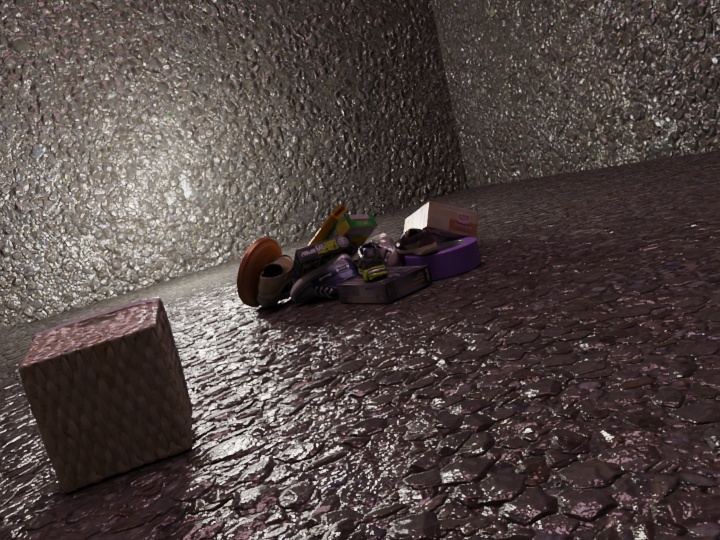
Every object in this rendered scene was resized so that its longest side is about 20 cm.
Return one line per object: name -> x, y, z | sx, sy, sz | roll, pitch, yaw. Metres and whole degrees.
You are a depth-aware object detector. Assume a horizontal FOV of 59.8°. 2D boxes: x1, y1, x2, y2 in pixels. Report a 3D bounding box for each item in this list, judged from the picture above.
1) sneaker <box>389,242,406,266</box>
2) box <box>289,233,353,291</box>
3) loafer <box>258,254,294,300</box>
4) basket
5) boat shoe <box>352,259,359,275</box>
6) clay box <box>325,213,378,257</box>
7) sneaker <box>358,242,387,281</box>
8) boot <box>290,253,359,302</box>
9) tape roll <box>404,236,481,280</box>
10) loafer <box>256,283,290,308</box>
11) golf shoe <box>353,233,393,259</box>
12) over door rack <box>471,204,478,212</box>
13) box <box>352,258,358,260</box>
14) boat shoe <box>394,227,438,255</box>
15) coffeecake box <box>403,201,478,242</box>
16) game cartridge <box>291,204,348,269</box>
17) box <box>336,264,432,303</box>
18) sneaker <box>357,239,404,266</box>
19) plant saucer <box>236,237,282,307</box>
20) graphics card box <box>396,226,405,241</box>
sneaker -> 0.116, -0.040, 1.832 | 0.196, 0.078, 0.079 | -8, 13, 38
box -> -0.111, -0.006, 1.733 | 0.156, 0.045, 0.202 | -18, -28, -21
loafer -> -0.232, 0.005, 1.755 | 0.073, 0.070, 0.202 | 7, 32, 8
basket -> -0.353, 0.173, 0.894 | 0.193, 0.206, 0.161 | -16, 15, -15
boat shoe -> 0.000, 0.000, 1.776 | 0.066, 0.074, 0.200 | -16, 6, -12
clay box -> -0.047, -0.080, 1.780 | 0.113, 0.048, 0.200 | -8, -29, -42
sneaker -> 0.026, -0.031, 1.570 | 0.072, 0.083, 0.200 | -15, 9, -6
boot -> -0.096, 0.043, 1.665 | 0.198, 0.091, 0.073 | -36, -38, 8
tape roll -> 0.215, -0.031, 1.644 | 0.194, 0.068, 0.200 | -14, 8, 2
loafer -> -0.222, 0.045, 1.831 | 0.070, 0.070, 0.199 | -46, -5, 38
golf shoe -> 0.019, -0.049, 2.056 | 0.197, 0.075, 0.093 | -28, 34, 28
over door rack -> 0.299, -0.126, 2.036 | 0.144, 0.068, 0.201 | -10, 31, 32
box -> -0.118, -0.008, 1.996 | 0.196, 0.049, 0.191 | -5, 4, -38
boat shoe -> 0.141, -0.079, 1.631 | 0.070, 0.067, 0.199 | -17, 9, -16
coffeecake box -> 0.223, -0.121, 1.774 | 0.149, 0.076, 0.200 | 11, -12, -13
game cartridge -> -0.117, -0.093, 1.817 | 0.201, 0.032, 0.177 | -50, 3, 16
box -> 0.058, 0.034, 1.553 | 0.156, 0.050, 0.197 | -22, 11, -37
sneaker -> 0.055, -0.041, 1.783 | 0.087, 0.083, 0.198 | 29, -13, -30
plant saucer -> -0.284, 0.008, 1.810 | 0.032, 0.207, 0.199 | 15, 22, 25
graphics card box -> 0.190, -0.102, 1.971 | 0.127, 0.050, 0.199 | -59, 23, -13
